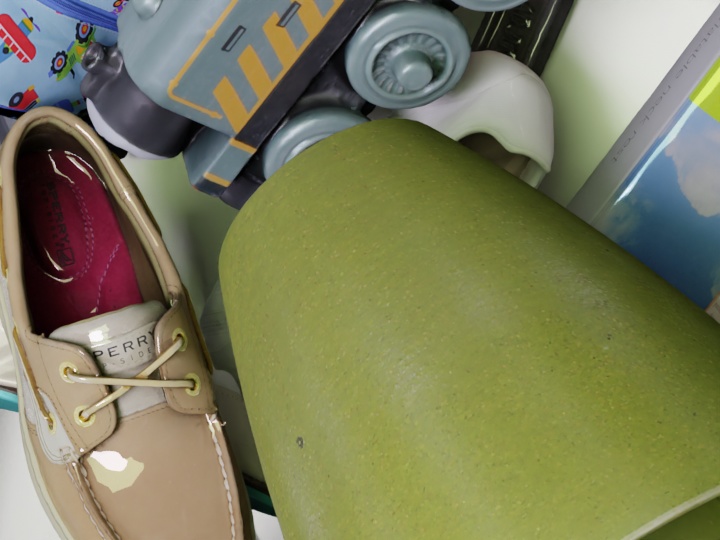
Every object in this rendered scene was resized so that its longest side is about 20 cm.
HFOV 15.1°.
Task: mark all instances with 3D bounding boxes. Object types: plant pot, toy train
[{"bbox_3d":[0.040,0.052,0.906,0.187,0.187,0.200,-44,60,13],"label":"plant pot"},{"bbox_3d":[-0.015,-0.106,0.968,0.200,0.114,0.085,-49,35,29],"label":"toy train"}]

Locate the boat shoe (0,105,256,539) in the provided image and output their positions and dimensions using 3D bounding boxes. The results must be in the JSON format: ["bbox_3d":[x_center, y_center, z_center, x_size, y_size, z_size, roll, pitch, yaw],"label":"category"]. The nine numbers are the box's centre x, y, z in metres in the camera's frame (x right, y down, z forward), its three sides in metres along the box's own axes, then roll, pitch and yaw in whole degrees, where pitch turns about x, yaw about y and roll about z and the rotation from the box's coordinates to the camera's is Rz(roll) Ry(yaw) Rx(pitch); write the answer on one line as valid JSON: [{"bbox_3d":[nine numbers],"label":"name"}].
[{"bbox_3d":[-0.091,0.032,0.971,0.074,0.066,0.200,-20,68,-16],"label":"boat shoe"}]

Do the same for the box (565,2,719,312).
[{"bbox_3d":[0.158,-0.029,0.993,0.122,0.048,0.200,35,101,-12],"label":"box"}]

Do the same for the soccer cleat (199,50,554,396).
[{"bbox_3d":[0.000,0.000,1.036,0.069,0.078,0.200,30,114,-25],"label":"soccer cleat"}]

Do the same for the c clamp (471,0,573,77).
[{"bbox_3d":[0.115,-0.062,1.040,0.171,0.027,0.200,33,100,17],"label":"c clamp"}]

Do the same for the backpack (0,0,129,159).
[{"bbox_3d":[-0.138,-0.145,1.035,0.135,0.200,0.183,-43,77,13],"label":"backpack"}]

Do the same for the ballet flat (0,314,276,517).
[{"bbox_3d":[-0.106,0.034,1.037,0.199,0.069,0.070,19,96,-2],"label":"ballet flat"}]

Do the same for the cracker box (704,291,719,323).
[{"bbox_3d":[0.231,-0.008,0.952,0.134,0.058,0.200,35,100,-18],"label":"cracker box"}]
